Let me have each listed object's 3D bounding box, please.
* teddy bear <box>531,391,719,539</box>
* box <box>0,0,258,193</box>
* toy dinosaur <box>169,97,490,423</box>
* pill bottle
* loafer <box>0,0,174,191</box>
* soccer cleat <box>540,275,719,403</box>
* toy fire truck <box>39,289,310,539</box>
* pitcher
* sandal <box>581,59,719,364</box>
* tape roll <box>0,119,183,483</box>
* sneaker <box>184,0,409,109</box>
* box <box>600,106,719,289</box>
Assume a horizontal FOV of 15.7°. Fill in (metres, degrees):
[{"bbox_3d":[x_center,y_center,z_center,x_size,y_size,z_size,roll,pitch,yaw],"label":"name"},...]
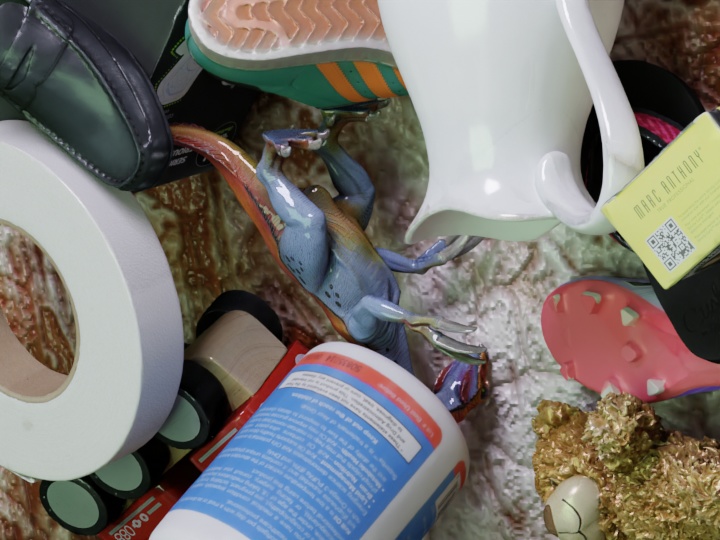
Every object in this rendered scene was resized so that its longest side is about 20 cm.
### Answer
[{"bbox_3d":[0.165,0.119,1.318,0.200,0.067,0.145,15,157,28],"label":"teddy bear"},{"bbox_3d":[-0.123,-0.163,1.432,0.149,0.124,0.200,41,122,21],"label":"box"},{"bbox_3d":[0.000,0.000,1.402,0.200,0.105,0.182,5,116,32],"label":"toy dinosaur"},{"bbox_3d":[-0.041,0.141,1.356,0.112,0.200,0.112,30,150,20],"label":"pill bottle"},{"bbox_3d":[-0.177,-0.116,1.360,0.201,0.070,0.068,48,126,14],"label":"loafer"},{"bbox_3d":[0.174,0.029,1.316,0.200,0.076,0.067,-2,102,52],"label":"soccer cleat"},{"bbox_3d":[-0.067,0.144,1.499,0.200,0.129,0.176,43,132,-6],"label":"toy fire truck"},{"bbox_3d":[0.080,-0.113,1.232,0.172,0.121,0.200,0,92,60],"label":"pitcher"},{"bbox_3d":[0.144,-0.039,1.275,0.075,0.045,0.200,-49,42,24],"label":"sandal"},{"bbox_3d":[-0.181,0.018,1.435,0.203,0.037,0.203,18,120,35],"label":"tape roll"},{"bbox_3d":[0.009,-0.122,1.354,0.200,0.080,0.071,4,77,-4],"label":"sneaker"},{"bbox_3d":[0.194,-0.051,1.185,0.050,0.200,0.075,53,126,11],"label":"box"}]
